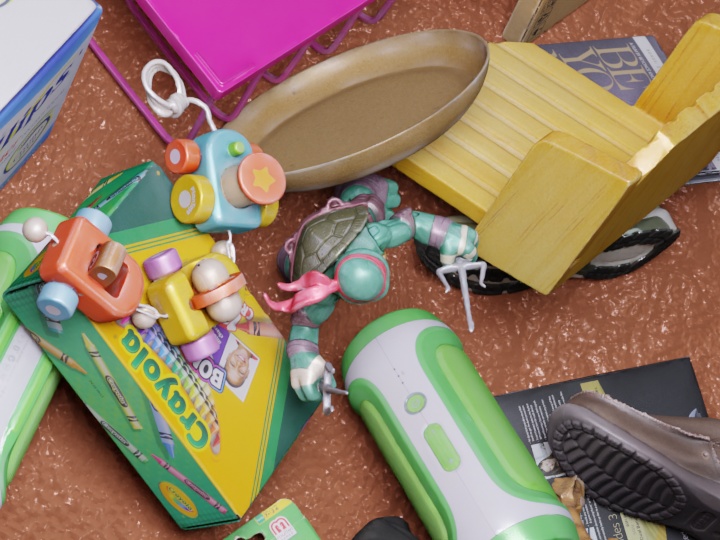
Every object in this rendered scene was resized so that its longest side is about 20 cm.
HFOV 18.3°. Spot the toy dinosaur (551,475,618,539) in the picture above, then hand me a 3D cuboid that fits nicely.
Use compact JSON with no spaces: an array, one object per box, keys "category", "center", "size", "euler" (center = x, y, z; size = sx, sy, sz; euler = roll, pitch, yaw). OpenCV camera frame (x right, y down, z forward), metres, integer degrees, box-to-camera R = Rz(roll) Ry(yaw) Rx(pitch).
[{"category":"toy dinosaur","center":[0.163,0.214,1.402],"size":[0.060,0.106,0.200],"euler":[-29,45,-6]}]

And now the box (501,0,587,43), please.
[{"category":"box","center":[0.188,-0.255,1.599],"size":[0.163,0.200,0.021],"euler":[-37,76,-27]}]

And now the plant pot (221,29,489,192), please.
[{"category":"plant pot","center":[-0.003,-0.103,1.496],"size":[0.200,0.200,0.028],"euler":[-35,115,-26]}]

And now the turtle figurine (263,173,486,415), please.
[{"category":"turtle figurine","center":[0.000,0.000,1.409],"size":[0.149,0.200,0.101],"euler":[-33,109,1]}]

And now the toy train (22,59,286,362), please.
[{"category":"toy train","center":[-0.111,-0.033,1.349],"size":[0.150,0.055,0.200],"euler":[46,49,-29]}]

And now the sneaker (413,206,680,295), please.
[{"category":"sneaker","center":[0.122,-0.039,1.577],"size":[0.199,0.077,0.089],"euler":[-4,58,-26]}]

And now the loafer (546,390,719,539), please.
[{"category":"loafer","center":[0.214,0.130,1.482],"size":[0.200,0.073,0.071],"euler":[29,54,-12]}]

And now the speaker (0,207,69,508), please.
[{"category":"speaker","center":[-0.228,0.062,1.399],"size":[0.088,0.088,0.201],"euler":[27,64,-8]}]

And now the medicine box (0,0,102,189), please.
[{"category":"medicine box","center":[-0.268,-0.092,1.379],"size":[0.103,0.200,0.182],"euler":[39,63,-2]}]

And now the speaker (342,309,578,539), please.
[{"category":"speaker","center":[0.062,0.120,1.434],"size":[0.088,0.089,0.200],"euler":[-14,50,-23]}]

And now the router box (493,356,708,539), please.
[{"category":"router box","center":[0.175,0.171,1.515],"size":[0.157,0.052,0.201],"euler":[-9,74,-21]}]

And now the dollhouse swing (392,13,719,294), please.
[{"category":"dollhouse swing","center":[0.140,-0.115,1.484],"size":[0.176,0.182,0.200],"euler":[46,52,11]}]

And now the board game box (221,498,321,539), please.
[{"category":"board game box","center":[-0.027,0.251,1.430],"size":[0.095,0.030,0.200],"euler":[-32,86,-28]}]

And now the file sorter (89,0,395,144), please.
[{"category":"file sorter","center":[-0.078,-0.194,1.525],"size":[0.200,0.125,0.139],"euler":[-35,83,-28]}]

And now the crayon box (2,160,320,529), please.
[{"category":"crayon box","center":[-0.120,0.048,1.401],"size":[0.200,0.058,0.119],"euler":[55,45,-22]}]

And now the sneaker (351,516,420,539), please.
[{"category":"sneaker","center":[0.067,0.233,1.439],"size":[0.200,0.076,0.091],"euler":[49,27,-5]}]

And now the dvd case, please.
[{"category":"dvd case","center":[0.152,-0.110,1.600],"size":[0.199,0.016,0.149],"euler":[-6,48,-22]}]
